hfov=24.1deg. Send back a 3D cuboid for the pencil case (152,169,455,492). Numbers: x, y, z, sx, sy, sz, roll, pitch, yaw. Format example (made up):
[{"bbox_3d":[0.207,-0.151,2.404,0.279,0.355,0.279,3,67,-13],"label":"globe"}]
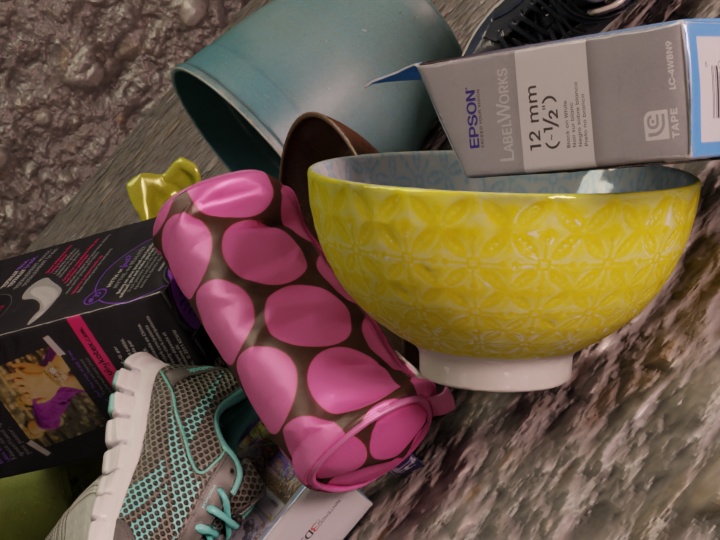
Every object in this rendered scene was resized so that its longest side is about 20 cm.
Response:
[{"bbox_3d":[-0.036,0.028,0.947,0.093,0.200,0.091,-35,-28,-2],"label":"pencil case"}]

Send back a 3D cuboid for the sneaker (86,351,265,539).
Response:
[{"bbox_3d":[-0.099,0.132,0.942,0.091,0.078,0.201,-3,58,9],"label":"sneaker"}]

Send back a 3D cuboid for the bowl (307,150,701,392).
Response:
[{"bbox_3d":[0.071,0.001,0.866,0.200,0.199,0.109,-144,54,-75],"label":"bowl"}]

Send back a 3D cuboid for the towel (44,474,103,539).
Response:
[{"bbox_3d":[-0.197,0.248,0.998,0.193,0.034,0.201,-49,32,34],"label":"towel"}]

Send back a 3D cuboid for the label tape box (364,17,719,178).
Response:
[{"bbox_3d":[0.121,-0.081,0.831,0.143,0.067,0.199,-8,3,-43],"label":"label tape box"}]

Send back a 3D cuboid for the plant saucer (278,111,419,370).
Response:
[{"bbox_3d":[0.000,0.000,1.033,0.036,0.202,0.200,-13,5,-20],"label":"plant saucer"}]

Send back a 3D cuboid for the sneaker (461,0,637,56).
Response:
[{"bbox_3d":[0.132,-0.181,1.179,0.202,0.077,0.146,-42,-4,19],"label":"sneaker"}]

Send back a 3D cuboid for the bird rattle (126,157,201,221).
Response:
[{"bbox_3d":[-0.115,0.010,1.283,0.163,0.112,0.201,-22,59,51],"label":"bird rattle"}]

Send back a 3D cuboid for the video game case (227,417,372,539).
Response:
[{"bbox_3d":[-0.098,0.168,1.027,0.182,0.045,0.200,-50,24,-5],"label":"video game case"}]

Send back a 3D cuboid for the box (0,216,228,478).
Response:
[{"bbox_3d":[-0.162,0.045,1.095,0.199,0.107,0.122,-13,26,27],"label":"box"}]

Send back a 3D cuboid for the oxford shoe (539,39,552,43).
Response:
[{"bbox_3d":[0.104,-0.079,1.084,0.084,0.073,0.200,-37,18,40],"label":"oxford shoe"}]

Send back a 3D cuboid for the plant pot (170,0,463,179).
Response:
[{"bbox_3d":[-0.022,-0.149,1.394,0.188,0.200,0.200,-43,14,-12],"label":"plant pot"}]

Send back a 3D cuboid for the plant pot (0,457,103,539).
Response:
[{"bbox_3d":[-0.240,0.172,1.235,0.189,0.200,0.201,-21,28,31],"label":"plant pot"}]
